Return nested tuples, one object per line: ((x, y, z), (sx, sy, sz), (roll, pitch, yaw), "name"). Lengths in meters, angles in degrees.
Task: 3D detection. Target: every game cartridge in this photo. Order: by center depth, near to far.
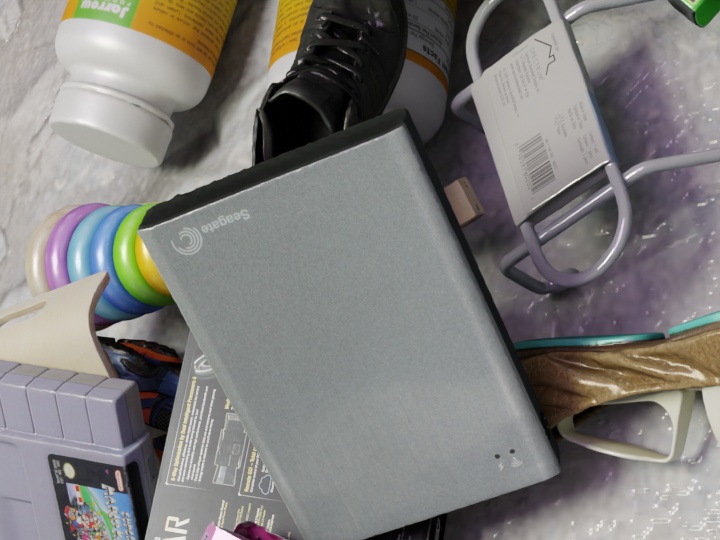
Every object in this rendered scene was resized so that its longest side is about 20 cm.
((-0.172, 0.152, 0.909), (0.129, 0.038, 0.201), (8, 117, 30), "game cartridge")

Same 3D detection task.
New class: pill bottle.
((0.002, -0.139, 0.941), (0.110, 0.111, 0.202), (-9, 65, 38), "pill bottle")
((-0.148, -0.182, 1.083), (0.111, 0.111, 0.201), (7, 75, 43), "pill bottle")

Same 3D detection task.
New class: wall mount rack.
((0.137, -0.083, 0.827), (0.173, 0.074, 0.201), (-34, 52, 29), "wall mount rack")

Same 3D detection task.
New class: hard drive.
((-0.002, 0.034, 0.750), (0.139, 0.201, 0.033), (-20, 23, 15), "hard drive")

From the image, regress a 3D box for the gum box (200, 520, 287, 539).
((-0.012, 0.216, 0.757), (0.199, 0.066, 0.114), (25, 90, 16), "gum box")

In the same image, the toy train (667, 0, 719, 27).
((0.178, -0.165, 0.808), (0.056, 0.042, 0.200), (-49, 64, 10), "toy train")

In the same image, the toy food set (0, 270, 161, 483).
((-0.164, 0.111, 0.944), (0.143, 0.060, 0.201), (-18, 103, 34), "toy food set")

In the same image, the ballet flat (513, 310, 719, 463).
((0.156, 0.056, 0.753), (0.199, 0.068, 0.073), (-14, 83, 37), "ballet flat")

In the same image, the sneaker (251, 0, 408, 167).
((-0.019, -0.086, 0.819), (0.060, 0.104, 0.201), (14, 84, 6), "sneaker")

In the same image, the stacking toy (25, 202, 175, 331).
((-0.125, -0.009, 0.953), (0.199, 0.085, 0.086), (-8, 65, 48), "stacking toy")

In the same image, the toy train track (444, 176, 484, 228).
((0.000, 0.000, 0.917), (0.200, 0.032, 0.115), (-33, 81, 37), "toy train track")

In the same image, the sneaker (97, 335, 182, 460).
((-0.116, 0.096, 0.974), (0.199, 0.075, 0.079), (14, 96, 47), "sneaker")

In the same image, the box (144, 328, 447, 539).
((-0.030, 0.113, 0.850), (0.159, 0.044, 0.202), (5, 74, 16), "box")

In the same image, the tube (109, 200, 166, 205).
((-0.113, -0.020, 1.033), (0.199, 0.052, 0.058), (-9, 36, 43), "tube")
